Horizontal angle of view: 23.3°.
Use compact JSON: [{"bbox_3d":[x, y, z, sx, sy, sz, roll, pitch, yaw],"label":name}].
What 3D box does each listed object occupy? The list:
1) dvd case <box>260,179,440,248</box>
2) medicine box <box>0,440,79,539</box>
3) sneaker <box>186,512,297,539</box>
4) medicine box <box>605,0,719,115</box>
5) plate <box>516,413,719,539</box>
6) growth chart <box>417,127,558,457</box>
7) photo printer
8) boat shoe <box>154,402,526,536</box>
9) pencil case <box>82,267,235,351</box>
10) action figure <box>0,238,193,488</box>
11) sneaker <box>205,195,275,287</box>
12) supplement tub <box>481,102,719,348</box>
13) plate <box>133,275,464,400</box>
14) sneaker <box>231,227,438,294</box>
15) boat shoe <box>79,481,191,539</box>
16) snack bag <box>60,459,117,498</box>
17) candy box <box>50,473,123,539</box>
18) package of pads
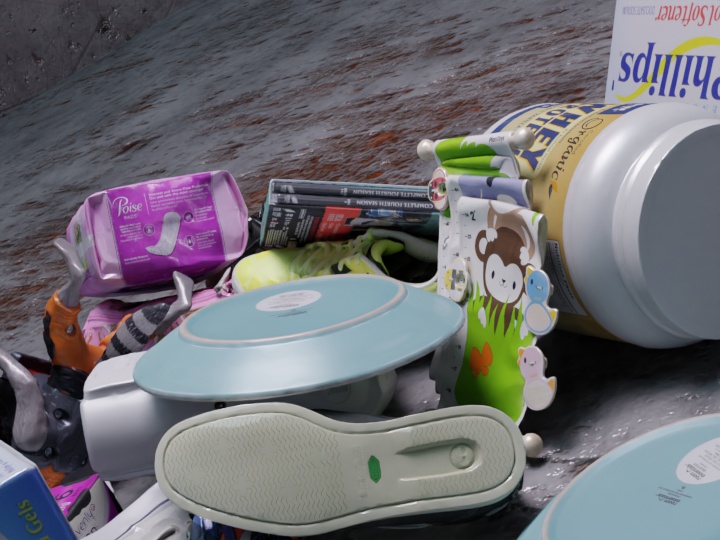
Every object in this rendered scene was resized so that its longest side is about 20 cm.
[{"bbox_3d":[0.031,-0.034,1.225,0.198,0.022,0.146,4,-11,-4],"label":"dvd case"},{"bbox_3d":[-0.211,0.211,0.832,0.199,0.183,0.103,-33,18,-21],"label":"medicine box"},{"bbox_3d":[-0.053,0.168,0.948,0.078,0.076,0.200,-9,26,9],"label":"sneaker"},{"bbox_3d":[0.260,-0.171,1.185,0.102,0.202,0.182,4,6,-22],"label":"medicine box"},{"bbox_3d":[0.154,0.116,0.850,0.199,0.026,0.200,-25,17,8],"label":"plate"},{"bbox_3d":[0.074,0.011,1.047,0.018,0.202,0.144,4,-7,-28],"label":"growth chart"},{"bbox_3d":[-0.075,0.078,1.131,0.198,0.070,0.166,-11,4,-4],"label":"photo printer"},{"bbox_3d":[-0.011,0.111,0.945,0.198,0.073,0.068,-1,-17,2],"label":"boat shoe"},{"bbox_3d":[-0.129,0.050,1.343,0.199,0.087,0.082,-13,4,41],"label":"pencil case"},{"bbox_3d":[-0.220,0.079,1.224,0.104,0.195,0.199,37,15,33],"label":"action figure"},{"bbox_3d":[-0.068,-0.019,1.442,0.200,0.098,0.071,-8,26,49],"label":"sneaker"},{"bbox_3d":[0.160,-0.030,1.063,0.144,0.145,0.200,-33,18,-21],"label":"supplement tub"},{"bbox_3d":[-0.038,0.033,1.028,0.198,0.026,0.200,-10,13,2],"label":"plate"},{"bbox_3d":[0.000,0.000,1.217,0.198,0.077,0.076,3,47,22],"label":"sneaker"},{"bbox_3d":[-0.124,0.176,1.007,0.065,0.073,0.200,27,23,22],"label":"boat shoe"},{"bbox_3d":[-0.275,0.179,1.294,0.187,0.022,0.200,-28,17,-7],"label":"snack bag"},{"bbox_3d":[-0.249,0.209,1.080,0.199,0.061,0.137,-21,20,29],"label":"candy box"},{"bbox_3d":[-0.164,-0.025,1.378,0.119,0.076,0.200,-11,-3,-15],"label":"package of pads"}]
